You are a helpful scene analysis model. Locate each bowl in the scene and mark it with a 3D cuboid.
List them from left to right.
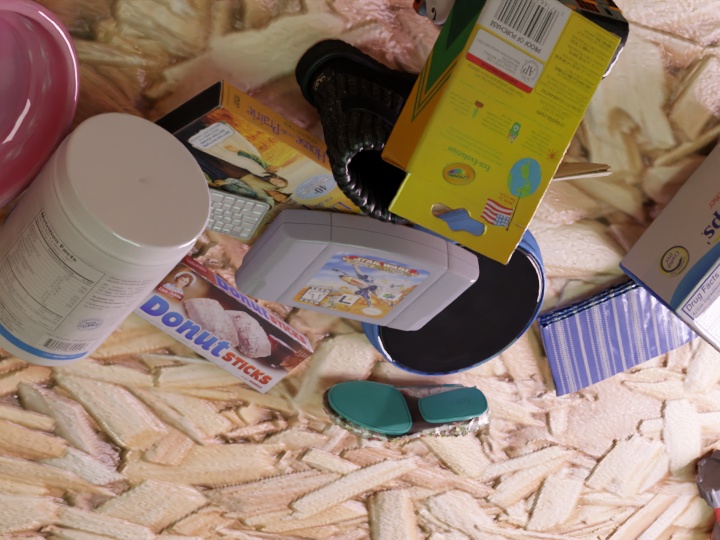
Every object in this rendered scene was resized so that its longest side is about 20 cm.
[{"bbox_3d":[0.097,0.028,1.416,0.199,0.039,0.202,-12,134,-13],"label":"bowl"}]

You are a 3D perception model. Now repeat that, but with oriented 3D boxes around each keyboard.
[{"bbox_3d":[-0.179,-0.066,1.192,0.199,0.011,0.056,14,148,-20],"label":"keyboard"}]

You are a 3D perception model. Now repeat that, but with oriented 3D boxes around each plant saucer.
[{"bbox_3d":[-0.307,-0.126,1.056,0.200,0.051,0.201,-34,146,-27],"label":"plant saucer"}]

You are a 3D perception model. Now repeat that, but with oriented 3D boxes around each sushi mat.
[{"bbox_3d":[0.125,-0.083,1.298,0.199,0.096,0.012,-9,97,-16],"label":"sushi mat"}]

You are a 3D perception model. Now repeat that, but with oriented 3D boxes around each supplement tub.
[{"bbox_3d":[-0.223,-0.021,1.135,0.131,0.133,0.200,15,140,-33],"label":"supplement tub"}]

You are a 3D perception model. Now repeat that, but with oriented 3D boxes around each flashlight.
[{"bbox_3d":[0.476,0.320,1.819,0.068,0.068,0.200,-31,136,-1],"label":"flashlight"}]

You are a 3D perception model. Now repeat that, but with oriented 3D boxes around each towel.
[{"bbox_3d":[0.296,0.059,1.545,0.199,0.024,0.145,-23,137,-1],"label":"towel"}]

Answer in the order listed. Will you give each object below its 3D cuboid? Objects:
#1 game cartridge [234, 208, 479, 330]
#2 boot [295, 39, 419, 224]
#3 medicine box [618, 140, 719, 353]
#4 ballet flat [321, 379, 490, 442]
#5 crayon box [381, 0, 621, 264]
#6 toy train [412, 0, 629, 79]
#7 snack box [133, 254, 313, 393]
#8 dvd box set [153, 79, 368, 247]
[{"bbox_3d":[0.000,0.000,1.275,0.199,0.042,0.133,13,153,-23],"label":"game cartridge"},{"bbox_3d":[0.043,-0.102,1.192,0.210,0.158,0.080,17,121,-33],"label":"boot"},{"bbox_3d":[0.400,-0.010,1.443,0.200,0.103,0.182,35,97,-40],"label":"medicine box"},{"bbox_3d":[0.045,0.158,1.490,0.199,0.076,0.064,5,143,-22],"label":"ballet flat"},{"bbox_3d":[0.102,-0.120,1.084,0.126,0.051,0.201,24,96,-30],"label":"crayon box"},{"bbox_3d":[0.129,-0.220,1.156,0.199,0.114,0.086,10,125,-30],"label":"toy train"},{"bbox_3d":[-0.134,0.052,1.347,0.072,0.024,0.200,-39,134,14],"label":"snack box"},{"bbox_3d":[-0.094,-0.080,1.205,0.146,0.030,0.199,-24,142,36],"label":"dvd box set"}]
